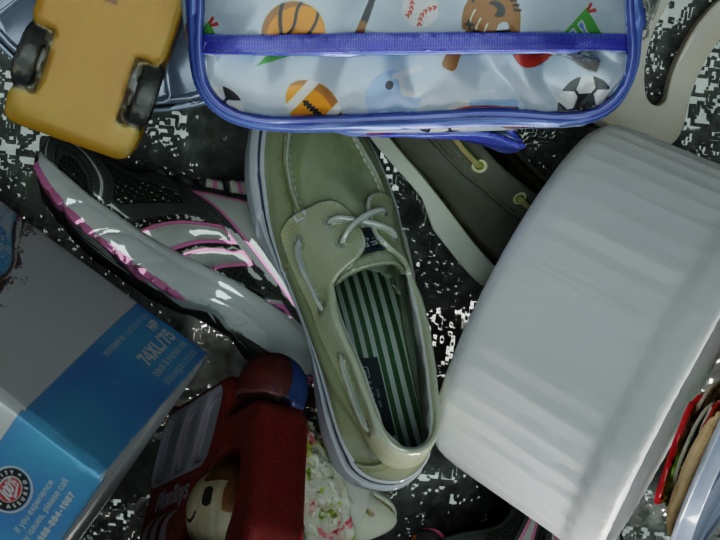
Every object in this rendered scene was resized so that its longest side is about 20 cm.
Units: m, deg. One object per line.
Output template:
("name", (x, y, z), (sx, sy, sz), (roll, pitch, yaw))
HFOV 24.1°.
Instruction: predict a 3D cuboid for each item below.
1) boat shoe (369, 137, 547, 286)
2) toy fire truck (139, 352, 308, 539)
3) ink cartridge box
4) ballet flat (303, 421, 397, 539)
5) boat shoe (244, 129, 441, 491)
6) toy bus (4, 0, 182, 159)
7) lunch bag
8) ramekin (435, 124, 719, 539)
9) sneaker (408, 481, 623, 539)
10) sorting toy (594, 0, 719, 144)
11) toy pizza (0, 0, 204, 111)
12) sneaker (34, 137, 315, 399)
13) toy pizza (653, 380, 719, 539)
("boat shoe", (0.033, -0.078, 0.813), (0.060, 0.072, 0.202), (-32, 125, 10))
("toy fire truck", (-0.072, 0.126, 0.778), (0.112, 0.200, 0.169), (17, 69, -16))
("ink cartridge box", (-0.207, 0.056, 0.786), (0.200, 0.146, 0.147), (37, 113, 0))
("ballet flat", (-0.007, 0.151, 0.888), (0.064, 0.076, 0.201), (-17, 112, -9))
("boat shoe", (0.000, 0.000, 0.779), (0.072, 0.062, 0.201), (-10, 75, -25))
("toy bus", (-0.099, -0.156, 0.759), (0.065, 0.078, 0.201), (18, 103, -8))
("lunch bag", (0.025, -0.128, 0.699), (0.199, 0.076, 0.161), (0, 97, -6))
("ramekin", (0.117, 0.029, 0.798), (0.097, 0.200, 0.201), (29, 100, 14))
("sneaker", (0.045, 0.176, 0.860), (0.086, 0.080, 0.200), (48, 57, -13))
("sorting toy", (0.122, -0.156, 0.813), (0.180, 0.107, 0.200), (37, 90, -21))
("toy pizza", (-0.104, -0.178, 0.817), (0.199, 0.032, 0.201), (0, 104, -2))
("sneaker", (-0.067, -0.016, 0.845), (0.200, 0.080, 0.087), (34, 79, -10))
("toy pizza", (0.190, 0.047, 0.817), (0.032, 0.200, 0.201), (27, 101, 19))
